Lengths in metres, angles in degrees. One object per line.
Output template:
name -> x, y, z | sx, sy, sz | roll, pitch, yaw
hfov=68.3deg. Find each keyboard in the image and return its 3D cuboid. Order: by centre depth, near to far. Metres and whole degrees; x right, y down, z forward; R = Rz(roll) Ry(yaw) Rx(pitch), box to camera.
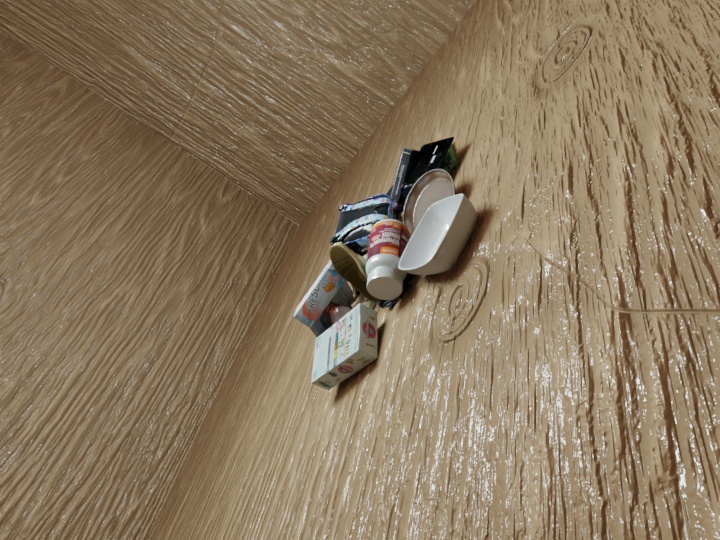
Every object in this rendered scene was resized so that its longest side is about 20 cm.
keyboard -> 0.108, 0.031, 1.407 | 0.200, 0.021, 0.127 | -49, 16, 33

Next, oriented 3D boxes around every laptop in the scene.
laptop -> 0.205, -0.294, 1.630 | 0.199, 0.103, 0.178 | -2, 54, 50

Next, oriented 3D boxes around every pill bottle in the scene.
pill bottle -> 0.071, -0.030, 1.382 | 0.110, 0.109, 0.201 | -44, 27, 42

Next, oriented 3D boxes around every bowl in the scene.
bowl -> 0.187, -0.071, 1.247 | 0.201, 0.074, 0.200 | -60, 14, -12

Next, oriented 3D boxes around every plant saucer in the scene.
plant saucer -> 0.190, -0.172, 1.425 | 0.200, 0.032, 0.201 | -29, 53, 48

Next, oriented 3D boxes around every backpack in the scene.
backpack -> 0.028, -0.134, 1.618 | 0.199, 0.135, 0.183 | -18, 44, 33

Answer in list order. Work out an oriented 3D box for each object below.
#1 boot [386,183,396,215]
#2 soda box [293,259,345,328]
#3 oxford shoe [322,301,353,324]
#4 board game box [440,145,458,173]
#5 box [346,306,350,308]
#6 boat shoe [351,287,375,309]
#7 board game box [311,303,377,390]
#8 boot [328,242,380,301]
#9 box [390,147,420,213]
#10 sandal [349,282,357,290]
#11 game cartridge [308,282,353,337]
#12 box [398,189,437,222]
boot -> 0.123, -0.255, 1.842 | 0.154, 0.073, 0.204 | -57, 7, 11
soda box -> -0.114, 0.066, 1.538 | 0.200, 0.063, 0.068 | -54, 11, 15
oxford shoe -> -0.071, 0.128, 1.538 | 0.071, 0.072, 0.200 | -60, 15, -13
board game box -> 0.247, -0.326, 1.681 | 0.135, 0.029, 0.200 | -50, 16, 27
box -> -0.057, 0.202, 1.558 | 0.137, 0.038, 0.200 | -54, 14, 11
boat shoe -> 0.013, 0.053, 1.586 | 0.071, 0.064, 0.200 | -49, 17, 30
board game box -> -0.042, 0.200, 1.375 | 0.200, 0.064, 0.148 | -41, 33, 37
boot -> 0.009, -0.030, 1.458 | 0.072, 0.200, 0.155 | -31, 21, 39
box -> 0.144, -0.285, 1.686 | 0.143, 0.036, 0.201 | -25, -49, -67
sandal -> 0.001, 0.006, 1.560 | 0.069, 0.078, 0.211 | 1, 18, 32
game cartridge -> -0.095, 0.121, 1.691 | 0.041, 0.133, 0.201 | 16, 61, 29
box -> 0.176, -0.169, 1.542 | 0.200, 0.049, 0.083 | -47, 17, 34
